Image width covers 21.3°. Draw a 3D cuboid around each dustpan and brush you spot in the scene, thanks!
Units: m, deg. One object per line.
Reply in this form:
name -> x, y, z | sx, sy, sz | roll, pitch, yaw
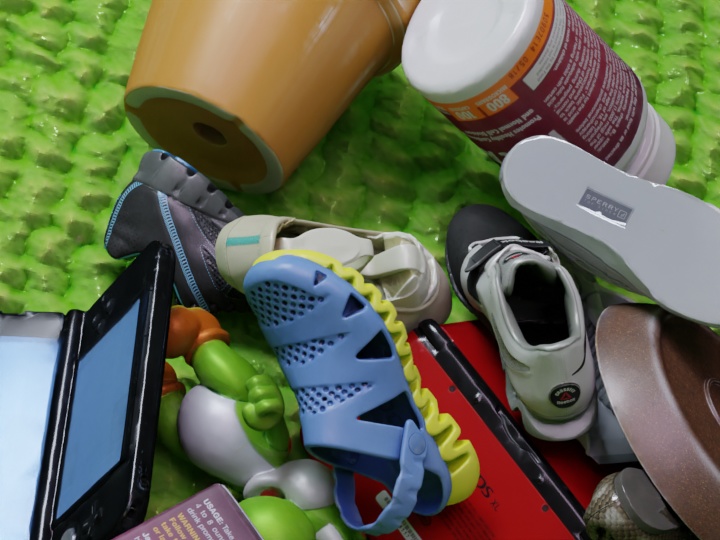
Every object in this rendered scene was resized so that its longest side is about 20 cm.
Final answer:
dustpan and brush -> 0.163, 0.037, 1.306 | 0.139, 0.057, 0.200 | 0, 41, -39

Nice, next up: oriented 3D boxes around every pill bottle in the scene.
pill bottle -> 0.129, -0.120, 1.337 | 0.200, 0.114, 0.115 | 37, 40, -39

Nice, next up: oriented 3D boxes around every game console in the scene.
game console -> 0.088, 0.138, 1.252 | 0.172, 0.119, 0.200 | -38, 67, 0
game console -> -0.204, 0.084, 1.147 | 0.116, 0.176, 0.201 | 22, 50, -25

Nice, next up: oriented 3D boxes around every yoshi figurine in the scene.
yoshi figurine -> -0.078, 0.122, 1.174 | 0.112, 0.113, 0.200 | -37, 72, -16

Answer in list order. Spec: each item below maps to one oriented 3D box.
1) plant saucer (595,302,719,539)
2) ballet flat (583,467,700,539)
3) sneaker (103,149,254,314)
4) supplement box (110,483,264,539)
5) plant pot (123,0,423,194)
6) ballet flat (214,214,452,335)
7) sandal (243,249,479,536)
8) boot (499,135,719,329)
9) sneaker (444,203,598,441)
plant saucer -> 0.226, 0.099, 1.231 | 0.200, 0.034, 0.201 | 38, 30, -27
ballet flat -> 0.197, 0.162, 1.200 | 0.199, 0.046, 0.068 | 18, 41, -52
sneaker -> -0.079, 0.004, 1.288 | 0.199, 0.073, 0.082 | 34, 87, 1
supplement box -> -0.140, 0.226, 1.059 | 0.199, 0.131, 0.103 | -27, 66, -29
plant pot -> -0.071, -0.163, 1.338 | 0.199, 0.200, 0.184 | 25, 68, 5
ballet flat -> 0.000, 0.000, 1.221 | 0.199, 0.069, 0.070 | 9, 48, -40
sandal -> -0.006, 0.077, 1.132 | 0.201, 0.079, 0.087 | 55, 49, -13
boot -> 0.185, -0.018, 1.258 | 0.199, 0.096, 0.074 | 35, 86, 24
sneaker -> 0.106, 0.008, 1.236 | 0.073, 0.089, 0.201 | -16, 44, -9
